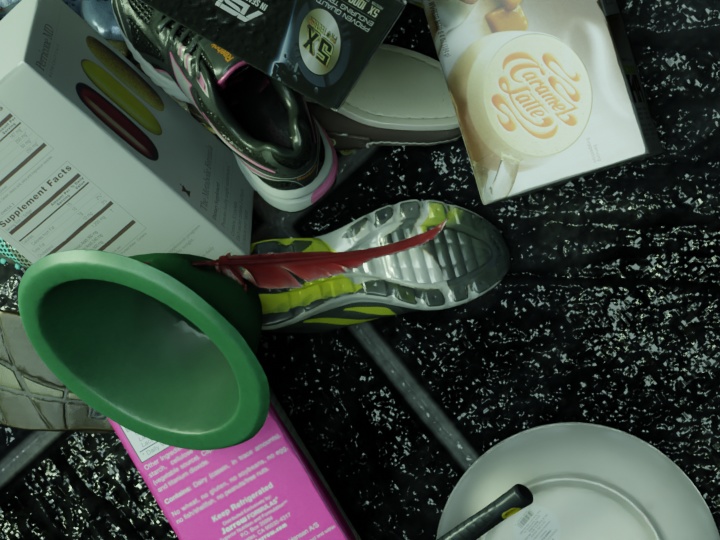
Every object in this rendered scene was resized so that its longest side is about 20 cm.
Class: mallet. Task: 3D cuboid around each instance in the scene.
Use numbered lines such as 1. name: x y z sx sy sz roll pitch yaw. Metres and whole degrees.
1. mallet: 0.028 0.199 1.543 0.200 0.066 0.041 -43 50 28

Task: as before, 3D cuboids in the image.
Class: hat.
1. hat: -0.093 0.002 1.480 0.200 0.176 0.166 37 142 -10

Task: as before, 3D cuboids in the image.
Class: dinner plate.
1. dinner plate: 0.144 0.202 1.552 0.200 0.024 0.201 1 94 17

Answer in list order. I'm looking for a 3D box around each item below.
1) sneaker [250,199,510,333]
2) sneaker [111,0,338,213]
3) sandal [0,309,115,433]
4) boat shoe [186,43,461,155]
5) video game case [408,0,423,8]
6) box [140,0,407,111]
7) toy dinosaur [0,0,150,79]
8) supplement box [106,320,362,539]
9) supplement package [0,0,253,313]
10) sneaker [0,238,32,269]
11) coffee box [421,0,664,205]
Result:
1. sneaker: 0.000 0.000 1.555 0.200 0.085 0.075 -7 81 -4
2. sneaker: -0.085 -0.134 1.480 0.080 0.086 0.200 -43 76 -8
3. sandal: -0.196 0.073 1.630 0.200 0.055 0.082 6 95 1
4. boat shoe: -0.021 -0.112 1.554 0.200 0.072 0.060 8 139 6
5. video game case: 0.100 -0.259 1.523 0.180 0.025 0.200 22 101 14
6. box: -0.079 -0.206 1.448 0.200 0.164 0.086 29 110 -15
7. toy dinosaur: -0.201 -0.164 1.614 0.181 0.200 0.105 43 146 30
8. supplement box: -0.088 0.131 1.554 0.103 0.101 0.200 -29 91 0
9. supplement package: -0.178 -0.067 1.512 0.109 0.114 0.200 -38 117 22
10. sneaker: -0.237 -0.032 1.629 0.200 0.078 0.091 49 121 11
11. coffee box: 0.109 -0.154 1.474 0.114 0.080 0.200 -16 90 16
